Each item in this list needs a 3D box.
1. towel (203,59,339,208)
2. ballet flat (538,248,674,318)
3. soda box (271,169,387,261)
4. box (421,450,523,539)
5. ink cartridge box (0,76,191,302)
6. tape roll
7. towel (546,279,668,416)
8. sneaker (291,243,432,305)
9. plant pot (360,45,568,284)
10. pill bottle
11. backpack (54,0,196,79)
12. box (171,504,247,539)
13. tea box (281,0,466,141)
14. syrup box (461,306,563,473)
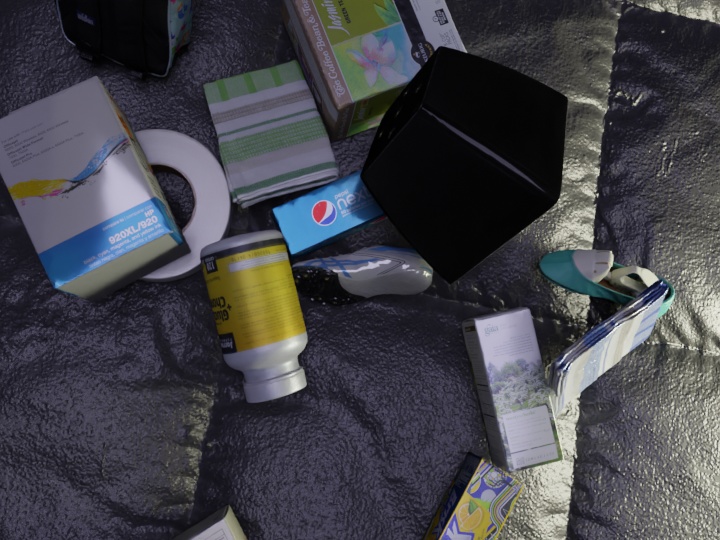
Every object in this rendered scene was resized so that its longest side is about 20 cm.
[{"bbox_3d":[-0.124,-0.189,0.882,0.146,0.031,0.203,-16,66,-9],"label":"towel"},{"bbox_3d":[0.352,0.006,0.909,0.197,0.071,0.068,21,51,-4],"label":"ballet flat"},{"bbox_3d":[-0.019,-0.087,0.885,0.197,0.064,0.069,-25,86,-10],"label":"soda box"},{"bbox_3d":[0.129,0.347,0.844,0.069,0.064,0.202,32,81,-1],"label":"box"},{"bbox_3d":[-0.317,-0.091,0.771,0.143,0.147,0.203,-27,86,-9],"label":"ink cartridge box"},{"bbox_3d":[-0.272,-0.087,0.869,0.198,0.037,0.207,1,82,-7],"label":"tape roll"},{"bbox_3d":[0.326,0.109,0.862,0.198,0.148,0.024,-33,54,-14],"label":"towel"},{"bbox_3d":[0.000,0.000,0.882,0.195,0.073,0.073,-3,44,1],"label":"sneaker"},{"bbox_3d":[0.116,-0.144,0.788,0.176,0.200,0.202,32,49,-15],"label":"plant pot"},{"bbox_3d":[-0.130,0.058,0.824,0.110,0.112,0.204,-14,90,-8],"label":"pill bottle"},{"bbox_3d":[-0.297,-0.375,0.825,0.174,0.201,0.153,20,60,-2],"label":"backpack"},{"bbox_3d":[-0.157,0.408,0.794,0.094,0.078,0.203,-27,86,-9],"label":"box"},{"bbox_3d":[0.013,-0.318,0.884,0.194,0.134,0.203,-23,85,-8],"label":"tea box"},{"bbox_3d":[0.201,0.157,0.868,0.077,0.081,0.204,-11,83,-6],"label":"syrup box"}]
